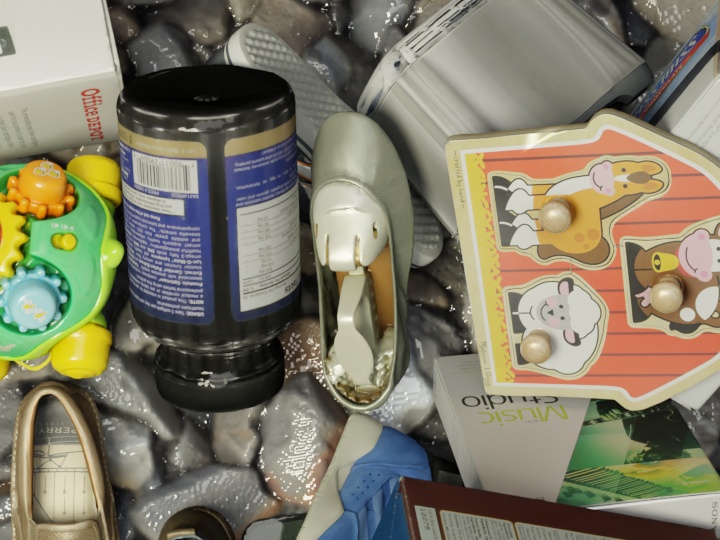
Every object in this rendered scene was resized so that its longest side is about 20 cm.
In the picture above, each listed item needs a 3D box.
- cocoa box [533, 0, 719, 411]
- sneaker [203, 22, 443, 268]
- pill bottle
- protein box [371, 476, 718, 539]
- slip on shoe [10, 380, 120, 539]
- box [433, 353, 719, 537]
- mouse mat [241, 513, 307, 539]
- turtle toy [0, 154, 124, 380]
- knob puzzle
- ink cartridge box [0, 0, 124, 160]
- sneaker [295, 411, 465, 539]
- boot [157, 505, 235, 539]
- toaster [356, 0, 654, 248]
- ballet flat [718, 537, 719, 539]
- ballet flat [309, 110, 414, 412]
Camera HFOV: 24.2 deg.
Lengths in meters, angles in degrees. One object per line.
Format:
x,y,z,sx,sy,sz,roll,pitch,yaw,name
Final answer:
0.222,-0.043,1.063,0.133,0.132,0.201,32,122,-6,cocoa box
-0.032,-0.070,1.127,0.079,0.079,0.200,-37,102,32,sneaker
-0.093,-0.019,1.057,0.111,0.112,0.202,-3,113,-6,pill bottle
0.091,0.246,0.940,0.198,0.135,0.200,12,123,-15,protein box
-0.187,0.170,1.076,0.075,0.061,0.202,-3,81,-6,slip on shoe
0.132,0.107,1.056,0.143,0.200,0.037,-5,116,-7,box
0.025,0.235,1.114,0.198,0.008,0.163,-7,81,-8,mouse mat
-0.241,-0.007,1.067,0.198,0.101,0.147,-5,73,20,turtle toy
0.157,0.001,1.007,0.217,0.031,0.222,7,118,14,knob puzzle
-0.254,-0.125,1.076,0.198,0.146,0.085,-11,80,-8,ink cartridge box
0.014,0.182,1.048,0.110,0.077,0.201,23,39,2,sneaker
-0.092,0.248,1.052,0.074,0.097,0.202,-17,83,-2,boot
0.088,-0.108,1.112,0.129,0.114,0.200,46,62,8,toaster
0.127,0.172,1.043,0.198,0.068,0.073,-15,52,4,ballet flat
0.000,0.000,1.071,0.067,0.064,0.202,4,119,17,ballet flat
